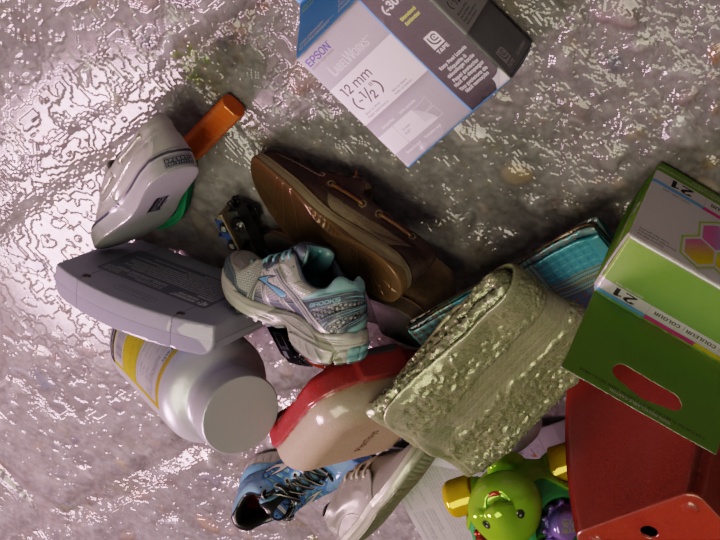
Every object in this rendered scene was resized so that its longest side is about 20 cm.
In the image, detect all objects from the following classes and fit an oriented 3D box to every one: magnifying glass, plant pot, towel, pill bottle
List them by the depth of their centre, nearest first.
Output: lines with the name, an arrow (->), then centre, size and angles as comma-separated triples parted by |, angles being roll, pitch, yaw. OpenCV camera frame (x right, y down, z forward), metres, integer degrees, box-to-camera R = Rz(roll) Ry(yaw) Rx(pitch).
towel -> 0.115, 0.091, 1.499 | 0.148, 0.037, 0.200 | 28, 116, -30
plant pot -> 0.293, 0.189, 1.508 | 0.199, 0.177, 0.200 | -28, 116, 41
towel -> 0.160, 0.048, 1.519 | 0.199, 0.022, 0.147 | -29, 125, 19
magnifying glass -> -0.171, -0.105, 1.633 | 0.080, 0.022, 0.200 | 42, 135, -9
pill bottle -> -0.159, 0.098, 1.666 | 0.200, 0.111, 0.113 | 36, 150, 52

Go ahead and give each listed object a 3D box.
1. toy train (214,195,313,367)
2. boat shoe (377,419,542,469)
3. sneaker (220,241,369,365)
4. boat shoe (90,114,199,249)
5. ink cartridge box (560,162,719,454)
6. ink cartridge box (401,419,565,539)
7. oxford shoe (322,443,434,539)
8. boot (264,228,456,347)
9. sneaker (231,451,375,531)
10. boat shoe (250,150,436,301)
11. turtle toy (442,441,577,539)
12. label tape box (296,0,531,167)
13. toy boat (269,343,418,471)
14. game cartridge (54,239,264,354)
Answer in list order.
toy train -> -0.092, 0.012, 1.678 | 0.045, 0.034, 0.201 | 3, 129, 39
boat shoe -> 0.079, 0.147, 1.669 | 0.198, 0.072, 0.071 | -10, 126, 35
sneaker -> -0.054, 0.010, 1.556 | 0.199, 0.077, 0.087 | 29, 118, 45
boat shoe -> -0.212, -0.082, 1.615 | 0.066, 0.071, 0.200 | 67, 152, 12
ink cartridge box -> 0.264, 0.029, 1.386 | 0.147, 0.201, 0.076 | 30, 134, 2
ink cartridge box -> 0.147, 0.225, 1.732 | 0.198, 0.047, 0.161 | -19, 117, 19
oxford shoe -> 0.015, 0.209, 1.677 | 0.058, 0.075, 0.200 | 50, 139, 12
boot -> 0.000, 0.000, 1.603 | 0.199, 0.076, 0.074 | 26, 152, 27
sneaker -> -0.062, 0.226, 1.796 | 0.078, 0.090, 0.199 | 45, 132, -13
boat shoe -> -0.015, -0.052, 1.560 | 0.199, 0.072, 0.073 | 36, 148, 28
turtle toy -> 0.154, 0.231, 1.613 | 0.144, 0.102, 0.200 | -20, 146, 16
label tape box -> 0.020, -0.202, 1.419 | 0.200, 0.066, 0.143 | 42, 134, -11
toy boat -> -0.020, 0.104, 1.616 | 0.200, 0.129, 0.132 | -52, 53, 57
game cartridge -> -0.188, 0.024, 1.640 | 0.199, 0.133, 0.041 | 20, 112, 30
